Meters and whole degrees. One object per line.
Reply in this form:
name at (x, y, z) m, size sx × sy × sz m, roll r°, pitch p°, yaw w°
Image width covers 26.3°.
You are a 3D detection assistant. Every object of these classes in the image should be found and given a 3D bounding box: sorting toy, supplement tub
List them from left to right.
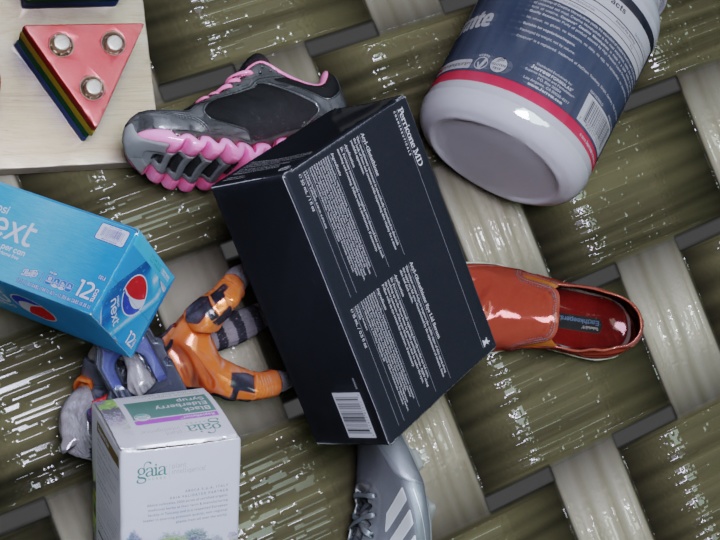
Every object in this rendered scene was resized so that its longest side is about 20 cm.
sorting toy at (-0.243, -0.172, 1.079) m, size 0.199 × 0.070 × 0.200 m, roll -5°, pitch 83°, yaw -22°
supplement tub at (0.146, -0.165, 1.188) m, size 0.140 × 0.140 × 0.201 m, roll 33°, pitch 71°, yaw -13°

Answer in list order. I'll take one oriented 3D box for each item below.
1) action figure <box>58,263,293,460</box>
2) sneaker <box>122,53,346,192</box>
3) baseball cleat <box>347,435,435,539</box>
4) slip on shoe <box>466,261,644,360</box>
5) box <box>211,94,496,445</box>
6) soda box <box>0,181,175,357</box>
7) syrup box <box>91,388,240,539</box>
action figure at (-0.121, 0.092, 1.088) m, size 0.193 × 0.105 × 0.201 m, roll -23°, pitch 117°, yaw -16°
sneaker at (-0.087, -0.112, 1.125) m, size 0.199 × 0.079 × 0.096 m, roll -2°, pitch 74°, yaw -37°
baseball cleat at (0.008, 0.208, 1.111) m, size 0.106 × 0.070 × 0.201 m, roll -12°, pitch 85°, yaw -23°
slip on shoe at (0.130, 0.032, 1.192) m, size 0.199 × 0.061 × 0.074 m, roll 9°, pitch 80°, yaw -18°
box at (0.000, 0.000, 1.069) m, size 0.141 × 0.079 × 0.201 m, roll -36°, pitch 112°, yaw -41°
soda box at (-0.226, -0.013, 1.001) m, size 0.199 × 0.068 × 0.064 m, roll 19°, pitch 70°, yaw 25°
syrup box at (-0.130, 0.185, 1.012) m, size 0.078 × 0.081 × 0.201 m, roll -5°, pitch 110°, yaw -22°
